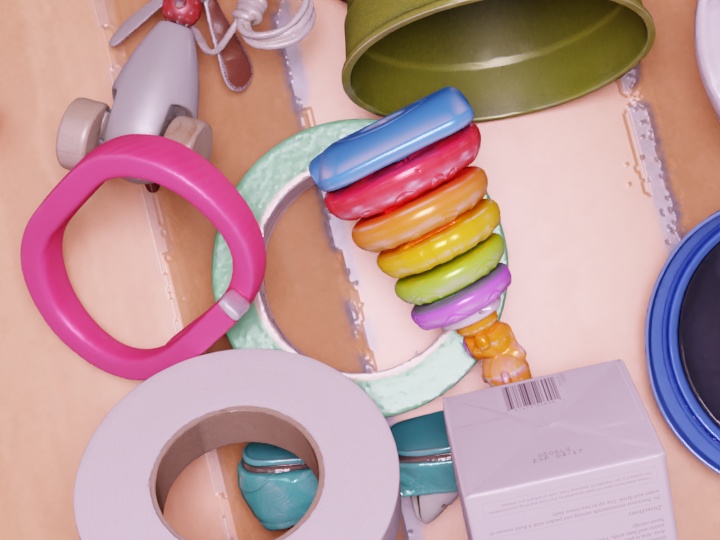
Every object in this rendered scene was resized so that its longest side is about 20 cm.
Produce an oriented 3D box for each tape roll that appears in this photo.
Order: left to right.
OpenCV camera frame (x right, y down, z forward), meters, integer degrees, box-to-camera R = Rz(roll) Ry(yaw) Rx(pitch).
[{"bbox_3d":[-0.074,0.136,0.934,0.201,0.037,0.204,-2,49,2],"label":"tape roll"},{"bbox_3d":[0.000,0.000,1.038,0.199,0.048,0.202,0,87,2],"label":"tape roll"}]

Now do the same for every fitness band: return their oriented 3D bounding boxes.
[{"bbox_3d":[-0.145,-0.005,0.993,0.144,0.037,0.200,46,134,-7],"label":"fitness band"}]

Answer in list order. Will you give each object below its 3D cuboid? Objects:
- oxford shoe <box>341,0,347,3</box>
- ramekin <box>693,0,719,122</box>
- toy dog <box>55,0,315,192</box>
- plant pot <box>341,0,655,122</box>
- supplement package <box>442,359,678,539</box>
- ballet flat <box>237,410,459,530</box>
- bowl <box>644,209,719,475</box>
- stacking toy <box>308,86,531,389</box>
[{"bbox_3d":[-0.047,-0.271,1.047,0.073,0.071,0.200,-37,85,-4],"label":"oxford shoe"},{"bbox_3d":[0.315,-0.148,1.003,0.201,0.094,0.204,-1,83,6],"label":"ramekin"},{"bbox_3d":[-0.125,-0.131,1.044,0.132,0.096,0.200,35,76,12],"label":"toy dog"},{"bbox_3d":[0.074,-0.222,0.991,0.199,0.200,0.194,-8,74,2],"label":"plant pot"},{"bbox_3d":[0.131,0.179,0.947,0.120,0.120,0.201,-12,114,1],"label":"supplement package"},{"bbox_3d":[0.018,0.138,1.027,0.198,0.067,0.071,-9,110,2],"label":"ballet flat"},{"bbox_3d":[0.285,0.047,0.991,0.199,0.039,0.202,3,98,25],"label":"bowl"},{"bbox_3d":[0.057,-0.005,0.973,0.109,0.116,0.201,-26,100,6],"label":"stacking toy"}]
